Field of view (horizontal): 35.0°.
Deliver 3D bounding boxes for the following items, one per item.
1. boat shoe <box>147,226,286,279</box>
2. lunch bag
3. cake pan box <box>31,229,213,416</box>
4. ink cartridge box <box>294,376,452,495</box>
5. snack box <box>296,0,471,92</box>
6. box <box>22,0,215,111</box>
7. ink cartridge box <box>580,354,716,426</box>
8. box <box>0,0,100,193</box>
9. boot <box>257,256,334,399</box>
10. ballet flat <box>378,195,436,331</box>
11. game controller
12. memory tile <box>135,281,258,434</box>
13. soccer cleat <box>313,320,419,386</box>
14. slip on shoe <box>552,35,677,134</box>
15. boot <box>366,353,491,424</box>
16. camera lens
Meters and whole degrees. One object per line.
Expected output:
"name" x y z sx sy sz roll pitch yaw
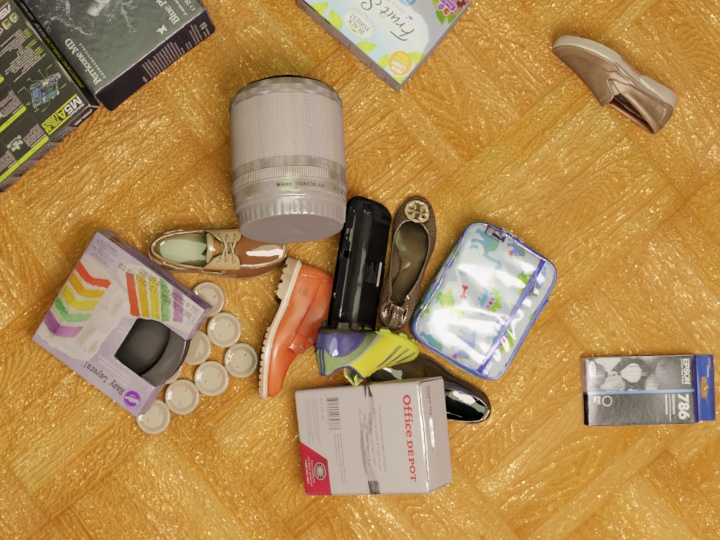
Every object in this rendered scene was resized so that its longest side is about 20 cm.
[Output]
"boat shoe" -0.202 -0.025 1.607 0.197 0.074 0.077 -3 87 -2
"lunch bag" 0.176 0.043 1.615 0.160 0.082 0.201 33 88 -3
"cake pan box" -0.328 0.075 1.585 0.199 0.052 0.185 36 99 6
"ink cartridge box" 0.019 0.226 1.554 0.198 0.083 0.147 -7 87 30
"snack box" 0.034 -0.386 1.635 0.200 0.068 0.169 41 86 1
"box" -0.341 -0.369 1.599 0.199 0.117 0.197 -38 89 -2
"ink cartridge box" 0.417 0.171 1.636 0.197 0.039 0.101 -2 87 -3
"box" -0.498 -0.245 1.604 0.199 0.048 0.194 -39 90 10
"boot" -0.084 0.093 1.609 0.106 0.075 0.202 18 86 -6
"ballet flat" 0.066 -0.013 1.617 0.066 0.046 0.202 15 75 3
"game controller" 0.000 0.000 1.604 0.042 0.104 0.203 8 87 26
"memory tile" -0.257 0.123 1.628 0.199 0.017 0.154 -31 89 -2
"soccer cleat" 0.007 0.115 1.542 0.064 0.199 0.085 4 85 39
"slip on shoe" 0.358 -0.266 1.639 0.199 0.076 0.061 30 80 -8
"boot" 0.095 0.160 1.596 0.198 0.097 0.076 21 87 -1
"camera lens" -0.099 -0.153 1.561 0.158 0.160 0.203 -3 76 -2
